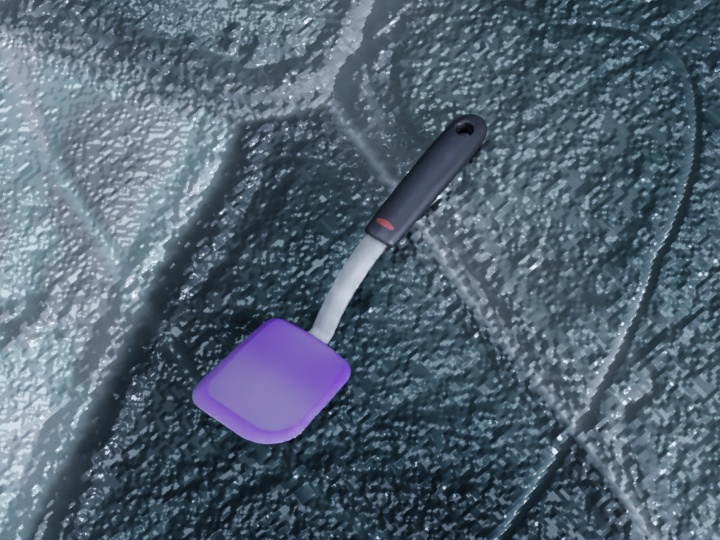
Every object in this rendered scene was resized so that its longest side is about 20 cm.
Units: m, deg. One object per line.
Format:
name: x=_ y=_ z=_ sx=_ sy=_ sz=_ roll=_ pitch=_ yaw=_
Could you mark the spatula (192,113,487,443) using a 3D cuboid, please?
spatula: x=0.000 y=0.000 z=0.833 sx=0.056 sy=0.021 sz=0.200 roll=32 pitch=76 yaw=23
